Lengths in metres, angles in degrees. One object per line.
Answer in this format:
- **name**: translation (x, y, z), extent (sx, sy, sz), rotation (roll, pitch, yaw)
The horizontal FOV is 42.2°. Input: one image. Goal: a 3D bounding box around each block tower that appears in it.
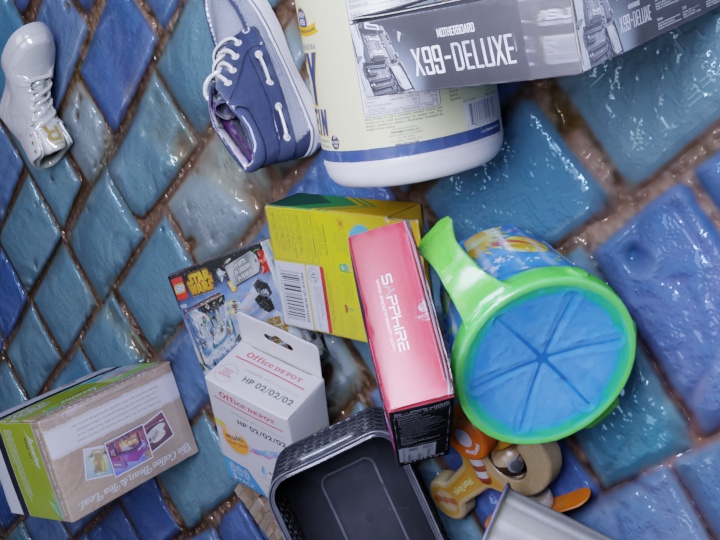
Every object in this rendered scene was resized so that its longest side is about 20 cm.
- **block tower**: translation (-0.062, 0.310, 1.075), extent (0.201, 0.054, 0.058), rotation (52, 137, 15)

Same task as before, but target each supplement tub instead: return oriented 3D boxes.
- **supplement tub**: translation (0.026, -0.176, 0.702), extent (0.143, 0.144, 0.205), rotation (3, 110, 44)

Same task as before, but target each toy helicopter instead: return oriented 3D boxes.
- **toy helicopter**: translation (0.119, 0.182, 0.836), extent (0.132, 0.079, 0.201), rotation (45, 145, 10)

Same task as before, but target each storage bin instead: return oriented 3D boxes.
- **storage bin**: translation (0.008, 0.252, 0.892), extent (0.094, 0.133, 0.203), rotation (-93, -22, -85)

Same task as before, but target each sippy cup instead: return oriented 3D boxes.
- **sippy cup**: translation (0.118, 0.035, 0.699), extent (0.131, 0.136, 0.181), rotation (-111, 10, -60)

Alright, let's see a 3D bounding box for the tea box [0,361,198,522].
- **tea box**: translation (-0.357, 0.221, 1.231), extent (0.194, 0.198, 0.136), rotation (-10, 101, 46)

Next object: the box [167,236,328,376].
- **box**: translation (-0.130, 0.047, 1.039), extent (0.198, 0.040, 0.140), rotation (-14, 98, 48)

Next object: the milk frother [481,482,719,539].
- **milk frother**: translation (0.188, 0.213, 0.699), extent (0.185, 0.181, 0.203), rotation (22, 81, 14)

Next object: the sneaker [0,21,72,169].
- **sneaker**: translation (-0.402, -0.213, 1.189), extent (0.117, 0.073, 0.200), rotation (54, 146, 11)

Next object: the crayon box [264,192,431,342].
- **crayon box**: translation (0.000, 0.000, 0.876), extent (0.197, 0.050, 0.130), rotation (10, 115, 44)

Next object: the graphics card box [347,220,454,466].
- **graphics card box**: translation (0.032, 0.064, 0.698), extent (0.201, 0.050, 0.128), rotation (77, 180, -69)

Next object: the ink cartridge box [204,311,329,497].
- **ink cartridge box**: translation (-0.095, 0.154, 0.988), extent (0.113, 0.068, 0.203), rotation (20, 135, 28)

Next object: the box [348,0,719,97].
- **box**: translation (0.115, -0.160, 0.577), extent (0.156, 0.198, 0.051), rotation (4, 115, 45)

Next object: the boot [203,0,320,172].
- **boot**: translation (-0.114, -0.191, 0.880), extent (0.073, 0.090, 0.202), rotation (-39, 79, 47)
